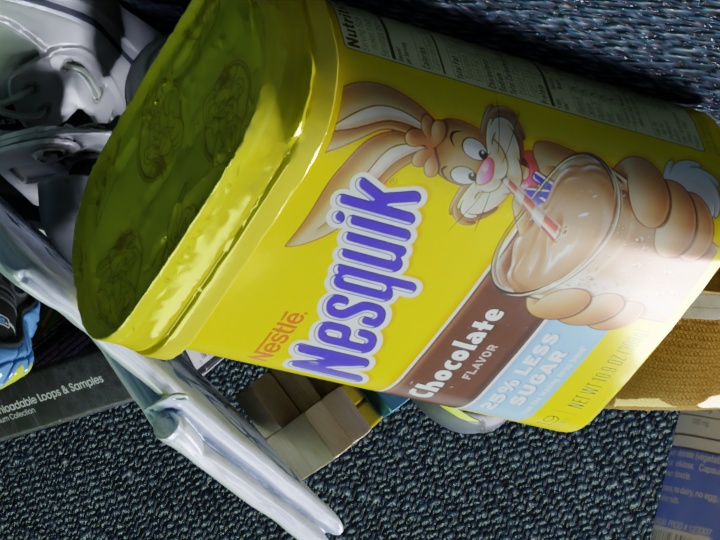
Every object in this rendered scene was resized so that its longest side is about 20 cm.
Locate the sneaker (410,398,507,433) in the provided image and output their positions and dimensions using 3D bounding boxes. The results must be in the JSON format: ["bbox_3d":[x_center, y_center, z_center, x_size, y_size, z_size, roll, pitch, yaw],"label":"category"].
[{"bbox_3d":[0.000,0.000,1.102,0.074,0.081,0.200,-22,-126,-27],"label":"sneaker"}]

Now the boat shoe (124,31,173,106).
[{"bbox_3d":[0.007,-0.052,1.025,0.200,0.072,0.066,20,175,-4],"label":"boat shoe"}]

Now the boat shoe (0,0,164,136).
[{"bbox_3d":[-0.128,-0.083,1.033,0.074,0.067,0.200,12,175,24],"label":"boat shoe"}]

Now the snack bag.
[{"bbox_3d":[-0.107,0.021,1.057,0.200,0.021,0.189,43,179,-37],"label":"snack bag"}]

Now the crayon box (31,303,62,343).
[{"bbox_3d":[-0.198,-0.028,1.433,0.119,0.058,0.200,18,-155,10],"label":"crayon box"}]

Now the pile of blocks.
[{"bbox_3d":[-0.004,0.036,1.170,0.062,0.082,0.200,53,-170,1],"label":"pile of blocks"}]

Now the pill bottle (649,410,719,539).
[{"bbox_3d":[0.209,0.087,1.285,0.112,0.200,0.112,14,175,1],"label":"pill bottle"}]

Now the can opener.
[{"bbox_3d":[-0.101,-0.013,1.077,0.053,0.067,0.200,-9,163,8],"label":"can opener"}]

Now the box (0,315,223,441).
[{"bbox_3d":[-0.121,0.034,1.369,0.200,0.036,0.143,-20,-167,40],"label":"box"}]

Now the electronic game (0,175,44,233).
[{"bbox_3d":[-0.151,-0.027,1.266,0.200,0.042,0.200,12,179,0],"label":"electronic game"}]

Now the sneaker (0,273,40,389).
[{"bbox_3d":[-0.180,0.002,1.131,0.071,0.083,0.200,-22,-166,-6],"label":"sneaker"}]

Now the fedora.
[{"bbox_3d":[0.123,0.015,1.142,0.201,0.082,0.201,5,-170,-1],"label":"fedora"}]

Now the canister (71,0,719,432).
[{"bbox_3d":[0.018,-0.019,0.952,0.200,0.149,0.087,14,-139,-27],"label":"canister"}]
